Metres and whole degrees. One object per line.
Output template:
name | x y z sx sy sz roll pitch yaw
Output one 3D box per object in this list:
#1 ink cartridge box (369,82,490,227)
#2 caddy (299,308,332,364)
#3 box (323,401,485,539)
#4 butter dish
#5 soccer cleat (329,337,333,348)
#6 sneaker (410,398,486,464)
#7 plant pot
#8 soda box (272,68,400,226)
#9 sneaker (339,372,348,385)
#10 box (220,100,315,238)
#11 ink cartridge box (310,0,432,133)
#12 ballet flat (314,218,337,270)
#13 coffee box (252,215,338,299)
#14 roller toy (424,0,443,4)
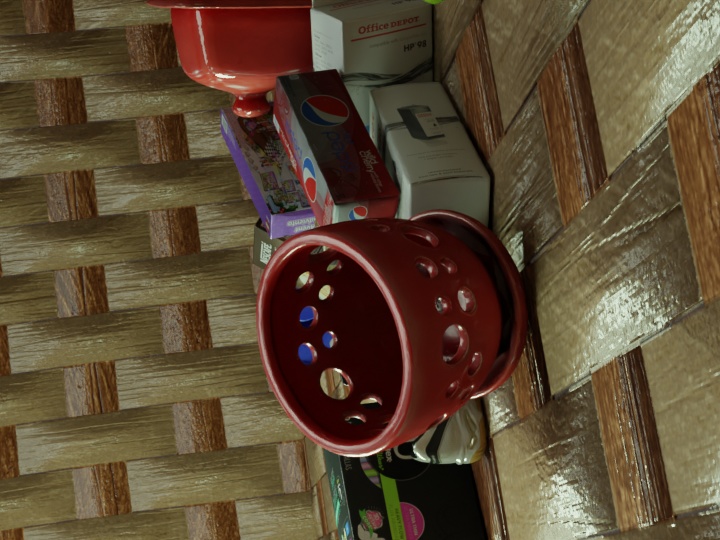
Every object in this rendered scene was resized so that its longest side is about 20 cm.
ink cartridge box | 0.066 -0.082 1.432 0.200 0.084 0.146 -106 13 -55
caddy | -0.037 0.047 1.876 0.105 0.199 0.142 38 135 55
box | 0.047 0.261 1.605 0.124 0.148 0.201 100 161 -59
butter dish | -0.125 -0.246 1.582 0.199 0.199 0.148 -149 56 -66
soccer cleat | 0.033 0.105 1.630 0.200 0.077 0.069 47 -157 -52
sneaker | 0.075 0.110 1.509 0.076 0.087 0.201 95 167 -61
plant pot | 0.035 0.049 1.255 0.200 0.182 0.201 13 109 44
soda box | -0.027 -0.115 1.413 0.064 0.070 0.200 100 154 -45
sneaker | 0.057 0.084 1.396 0.200 0.090 0.070 -34 57 49
box | -0.069 -0.125 1.633 0.039 0.136 0.200 96 156 -44
ink cartridge box | 0.013 -0.227 1.512 0.067 0.116 0.201 36 136 50
ballet flat | 0.000 0.000 1.491 0.071 0.065 0.200 -88 -18 -45
coffee box | -0.023 -0.013 1.668 0.080 0.200 0.114 -59 -7 -23
roller toy | 0.033 -0.353 1.241 0.183 0.139 0.201 102 160 -64
